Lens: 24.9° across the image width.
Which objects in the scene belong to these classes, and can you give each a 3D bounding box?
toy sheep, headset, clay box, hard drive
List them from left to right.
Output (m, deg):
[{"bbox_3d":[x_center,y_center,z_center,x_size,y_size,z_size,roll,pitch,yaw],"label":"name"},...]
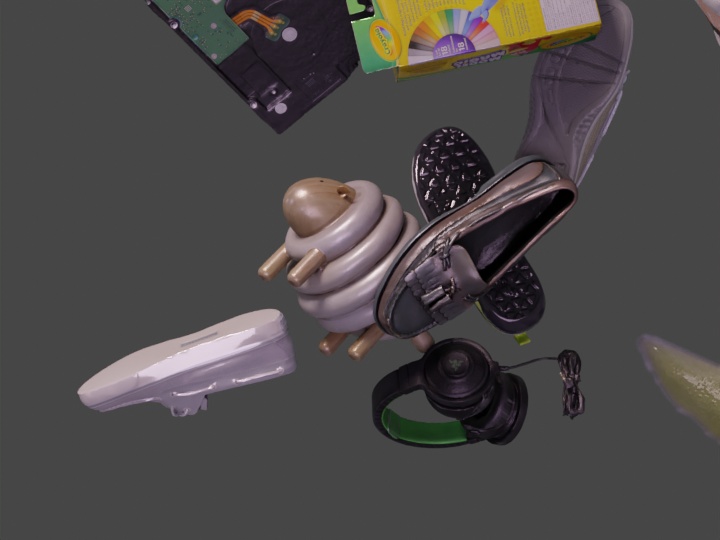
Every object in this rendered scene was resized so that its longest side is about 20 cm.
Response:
[{"bbox_3d":[-0.081,-0.223,1.352,0.140,0.038,0.200,-39,125,12],"label":"hard drive"},{"bbox_3d":[0.000,0.000,1.407,0.138,0.138,0.200,-31,118,10],"label":"toy sheep"},{"bbox_3d":[0.087,-0.228,1.343,0.200,0.048,0.115,-12,81,-2],"label":"clay box"},{"bbox_3d":[0.104,0.118,1.433,0.200,0.094,0.123,-24,141,26],"label":"headset"}]

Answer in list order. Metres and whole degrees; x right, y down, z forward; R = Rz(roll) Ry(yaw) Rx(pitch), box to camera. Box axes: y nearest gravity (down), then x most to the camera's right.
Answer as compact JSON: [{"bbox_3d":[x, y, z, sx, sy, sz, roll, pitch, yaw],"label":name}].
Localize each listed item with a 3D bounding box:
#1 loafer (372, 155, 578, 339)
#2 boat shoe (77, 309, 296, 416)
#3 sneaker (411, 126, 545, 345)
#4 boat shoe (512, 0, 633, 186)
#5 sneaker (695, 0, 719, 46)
[{"bbox_3d":[0.094,-0.017,1.337,0.200,0.063,0.072,-44,119,-5],"label":"loafer"},{"bbox_3d":[-0.154,0.097,1.475,0.200,0.072,0.069,-21,105,-2],"label":"boat shoe"},{"bbox_3d":[0.098,-0.026,1.426,0.072,0.083,0.200,-21,80,-5],"label":"sneaker"},{"bbox_3d":[0.182,-0.138,1.401,0.074,0.065,0.202,19,101,15],"label":"boat shoe"},{"bbox_3d":[0.322,-0.216,1.360,0.074,0.080,0.200,-44,103,11],"label":"sneaker"}]
